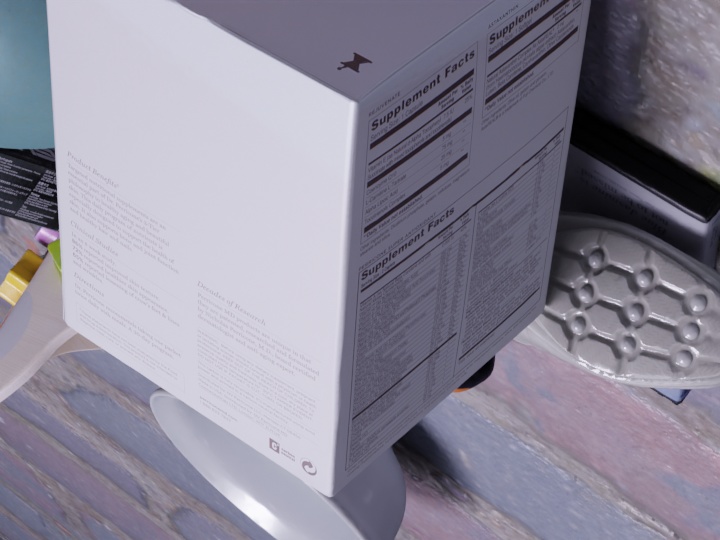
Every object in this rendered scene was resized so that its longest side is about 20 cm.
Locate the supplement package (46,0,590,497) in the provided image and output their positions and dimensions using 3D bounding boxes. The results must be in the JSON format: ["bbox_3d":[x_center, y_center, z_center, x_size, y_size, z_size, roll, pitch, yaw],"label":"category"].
[{"bbox_3d":[-0.017,-0.053,0.859,0.152,0.151,0.200,31,139,26],"label":"supplement package"}]

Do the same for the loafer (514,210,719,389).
[{"bbox_3d":[0.092,0.004,0.971,0.200,0.070,0.070,21,-170,33],"label":"loafer"}]

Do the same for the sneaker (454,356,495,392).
[{"bbox_3d":[0.000,0.000,1.145,0.200,0.078,0.112,31,170,-34],"label":"sneaker"}]

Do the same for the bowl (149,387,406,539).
[{"bbox_3d":[-0.039,0.116,1.475,0.201,0.090,0.201,35,162,13],"label":"bowl"}]

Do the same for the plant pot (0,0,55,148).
[{"bbox_3d":[-0.159,-0.144,0.959,0.161,0.201,0.201,24,160,5],"label":"plant pot"}]

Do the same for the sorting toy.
[{"bbox_3d":[-0.200,0.029,1.441,0.107,0.180,0.200,42,161,-6],"label":"sorting toy"}]

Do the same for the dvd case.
[{"bbox_3d":[0.099,-0.018,1.016,0.143,0.018,0.200,32,160,19],"label":"dvd case"}]

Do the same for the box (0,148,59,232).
[{"bbox_3d":[-0.276,-0.114,1.262,0.200,0.048,0.193,19,-158,-50],"label":"box"}]
